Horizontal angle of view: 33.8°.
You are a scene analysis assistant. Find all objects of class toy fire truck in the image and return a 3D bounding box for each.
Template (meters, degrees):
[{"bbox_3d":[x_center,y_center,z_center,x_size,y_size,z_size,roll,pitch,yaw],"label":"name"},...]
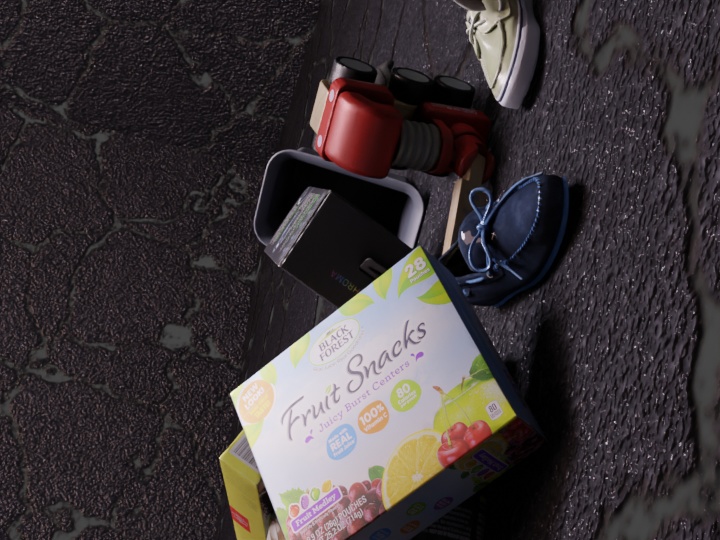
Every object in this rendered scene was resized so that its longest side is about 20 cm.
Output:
[{"bbox_3d":[0.053,-0.104,1.152,0.201,0.173,0.130,-123,45,-56],"label":"toy fire truck"}]

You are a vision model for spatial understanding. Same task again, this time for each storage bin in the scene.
[{"bbox_3d":[-0.023,-0.076,1.497,0.135,0.197,0.148,-71,-3,-73],"label":"storage bin"}]

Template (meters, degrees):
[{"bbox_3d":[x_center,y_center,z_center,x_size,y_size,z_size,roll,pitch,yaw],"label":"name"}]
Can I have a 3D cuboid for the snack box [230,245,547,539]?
[{"bbox_3d":[0.015,0.110,0.898,0.199,0.068,0.170,-36,53,12],"label":"snack box"}]

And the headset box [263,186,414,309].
[{"bbox_3d":[0.000,0.000,1.221,0.093,0.173,0.200,-55,9,-1],"label":"headset box"}]

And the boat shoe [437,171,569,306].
[{"bbox_3d":[0.109,-0.016,0.967,0.201,0.067,0.085,118,161,-59],"label":"boat shoe"}]

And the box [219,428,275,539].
[{"bbox_3d":[-0.089,0.218,1.156,0.075,0.050,0.201,-49,-23,-28],"label":"box"}]

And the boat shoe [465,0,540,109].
[{"bbox_3d":[0.130,-0.232,1.133,0.072,0.061,0.202,113,166,-46],"label":"boat shoe"}]

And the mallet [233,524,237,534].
[{"bbox_3d":[-0.055,0.241,1.341,0.042,0.198,0.066,57,173,9],"label":"mallet"}]

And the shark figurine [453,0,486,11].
[{"bbox_3d":[0.115,-0.291,1.101,0.128,0.212,0.091,40,-151,-65],"label":"shark figurine"}]

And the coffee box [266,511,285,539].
[{"bbox_3d":[-0.015,0.304,1.055,0.199,0.079,0.116,23,102,57],"label":"coffee box"}]

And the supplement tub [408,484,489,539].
[{"bbox_3d":[0.055,0.154,0.963,0.107,0.105,0.203,127,154,-67],"label":"supplement tub"}]

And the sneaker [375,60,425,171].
[{"bbox_3d":[0.055,-0.170,1.299,0.091,0.199,0.076,-41,67,19],"label":"sneaker"}]
